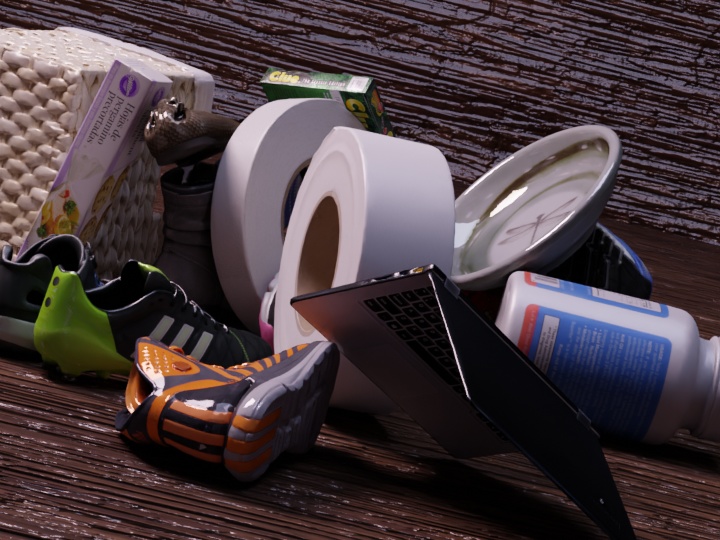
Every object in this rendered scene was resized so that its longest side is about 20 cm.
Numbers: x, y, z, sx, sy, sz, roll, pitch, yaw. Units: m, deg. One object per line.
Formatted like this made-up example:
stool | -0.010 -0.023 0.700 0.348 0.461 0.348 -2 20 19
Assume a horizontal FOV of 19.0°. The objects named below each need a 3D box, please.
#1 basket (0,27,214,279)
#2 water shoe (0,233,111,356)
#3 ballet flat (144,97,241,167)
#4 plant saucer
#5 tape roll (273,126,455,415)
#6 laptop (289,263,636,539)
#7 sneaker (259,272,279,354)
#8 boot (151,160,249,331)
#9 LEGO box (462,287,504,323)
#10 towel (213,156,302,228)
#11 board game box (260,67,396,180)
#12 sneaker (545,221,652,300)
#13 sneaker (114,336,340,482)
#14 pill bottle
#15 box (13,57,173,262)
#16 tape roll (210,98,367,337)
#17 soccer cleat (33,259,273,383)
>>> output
basket | -0.254 -0.097 1.830 0.199 0.200 0.160 20 14 37
water shoe | -0.203 0.015 1.544 0.071 0.080 0.200 16 8 15
ballet flat | -0.135 -0.112 1.713 0.067 0.047 0.200 -25 0 9
plant saucer | 0.143 -0.040 1.799 0.050 0.200 0.200 52 -6 -20
tape roll | 0.000 0.000 1.550 0.070 0.204 0.202 10 8 -17
laptop | 0.065 0.099 1.346 0.199 0.116 0.187 -12 -46 42
sneaker | 0.001 0.021 1.701 0.087 0.074 0.199 0 16 38
boot | -0.110 -0.020 1.756 0.069 0.133 0.200 15 8 17
LEGO box | 0.117 0.043 1.907 0.148 0.078 0.199 20 10 34
towel | -0.079 -0.075 1.893 0.024 0.145 0.200 32 45 20
board game box | -0.009 -0.092 1.847 0.104 0.024 0.201 11 -37 29
sneaker | 0.204 -0.009 1.859 0.089 0.079 0.200 10 11 -24
sneaker | -0.086 0.072 1.353 0.111 0.078 0.200 17 8 15
pill bottle | 0.203 0.076 1.701 0.198 0.113 0.112 14 8 0
box | -0.213 -0.071 1.687 0.039 0.201 0.041 32 12 14
tape roll | -0.045 -0.040 1.743 0.037 0.205 0.202 2 -1 37
soccer cleat | -0.134 0.038 1.486 0.199 0.082 0.067 7 10 -43
